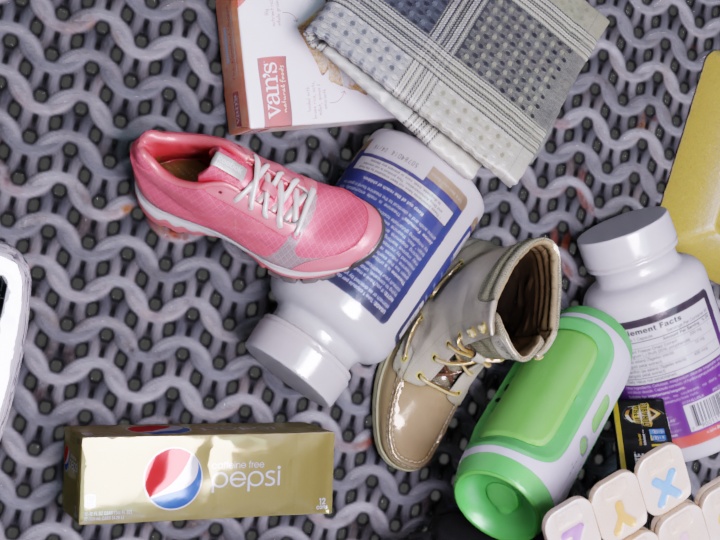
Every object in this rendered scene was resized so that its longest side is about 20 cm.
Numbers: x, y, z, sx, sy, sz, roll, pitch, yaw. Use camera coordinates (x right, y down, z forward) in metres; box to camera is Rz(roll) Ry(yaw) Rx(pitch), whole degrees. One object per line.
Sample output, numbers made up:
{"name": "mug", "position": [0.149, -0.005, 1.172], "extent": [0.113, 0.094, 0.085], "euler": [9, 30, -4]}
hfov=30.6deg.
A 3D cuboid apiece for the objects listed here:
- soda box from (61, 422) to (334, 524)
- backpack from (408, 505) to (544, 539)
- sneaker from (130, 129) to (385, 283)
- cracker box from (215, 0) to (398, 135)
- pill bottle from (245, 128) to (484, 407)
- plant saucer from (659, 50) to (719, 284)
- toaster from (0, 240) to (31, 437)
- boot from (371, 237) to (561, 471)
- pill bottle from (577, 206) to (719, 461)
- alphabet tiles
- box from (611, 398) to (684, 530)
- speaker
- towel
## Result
{"name": "soda box", "position": [-0.121, 0.151, 0.992], "extent": [0.197, 0.068, 0.065], "euler": [1, 90, -24]}
{"name": "backpack", "position": [0.131, 0.295, 1.044], "extent": [0.147, 0.181, 0.203], "euler": [-23, 111, -57]}
{"name": "sneaker", "position": [-0.080, -0.050, 0.944], "extent": [0.198, 0.087, 0.075], "euler": [15, 69, 12]}
{"name": "cracker box", "position": [-0.011, -0.183, 1.036], "extent": [0.197, 0.058, 0.136], "euler": [-8, 94, -23]}
{"name": "pill bottle", "position": [0.000, 0.000, 1.018], "extent": [0.111, 0.111, 0.201], "euler": [40, 76, -20]}
{"name": "plant saucer", "position": [0.384, -0.077, 1.222], "extent": [0.198, 0.048, 0.202], "euler": [22, 83, -24]}
{"name": "toaster", "position": [-0.284, 0.043, 0.882], "extent": [0.112, 0.129, 0.203], "euler": [15, 86, -24]}
{"name": "boot", "position": [0.083, 0.067, 1.032], "extent": [0.071, 0.154, 0.202], "euler": [23, 82, -22]}
{"name": "pill bottle", "position": [0.257, 0.054, 1.135], "extent": [0.110, 0.111, 0.202], "euler": [-25, 101, -21]}
{"name": "alphabet tiles", "position": [0.204, 0.230, 0.942], "extent": [0.198, 0.015, 0.198], "euler": [-26, 113, -17]}
{"name": "box", "position": [0.234, 0.226, 1.052], "extent": [0.049, 0.160, 0.203], "euler": [-5, 109, 11]}
{"name": "speaker", "position": [0.147, 0.117, 1.036], "extent": [0.089, 0.088, 0.200], "euler": [54, 47, -16]}
{"name": "towel", "position": [0.079, -0.181, 1.011], "extent": [0.199, 0.035, 0.194], "euler": [36, 61, -6]}
